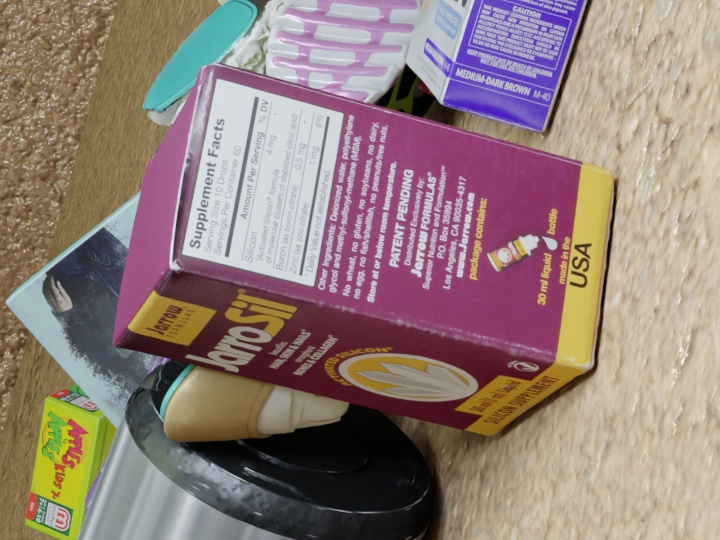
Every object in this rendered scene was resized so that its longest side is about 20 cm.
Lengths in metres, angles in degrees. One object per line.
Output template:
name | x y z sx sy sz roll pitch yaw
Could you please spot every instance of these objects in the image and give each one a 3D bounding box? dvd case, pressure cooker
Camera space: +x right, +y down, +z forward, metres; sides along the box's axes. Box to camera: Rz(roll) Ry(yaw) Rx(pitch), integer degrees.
dvd case | -0.099 0.056 1.376 0.146 0.200 0.022 -34 12 36
pressure cooker | -0.067 0.166 1.245 0.179 0.175 0.201 -100 30 -67

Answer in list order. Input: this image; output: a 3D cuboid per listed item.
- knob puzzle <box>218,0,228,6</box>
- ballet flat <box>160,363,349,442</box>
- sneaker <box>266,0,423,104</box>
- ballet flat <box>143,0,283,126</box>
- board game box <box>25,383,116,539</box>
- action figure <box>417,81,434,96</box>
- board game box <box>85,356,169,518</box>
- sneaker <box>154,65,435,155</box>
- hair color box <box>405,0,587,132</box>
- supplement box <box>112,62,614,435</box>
knob puzzle | -0.021 -0.226 1.491 0.030 0.219 0.221 35 -117 -62
ballet flat | -0.012 0.040 1.176 0.200 0.063 0.069 -33 -31 -37
sneaker | 0.002 -0.151 1.340 0.089 0.080 0.201 95 -169 -60
ballet flat | -0.047 -0.154 1.427 0.200 0.072 0.072 -51 16 3
board game box | -0.170 0.122 1.744 0.200 0.047 0.102 -27 -47 -62
action figure | 0.074 -0.195 1.311 0.065 0.052 0.201 -93 23 -65
board game box | -0.061 0.074 1.314 0.200 0.120 0.032 -62 13 20
sneaker | -0.037 -0.093 1.390 0.076 0.200 0.076 43 155 34
hair color box | 0.087 -0.183 1.210 0.109 0.065 0.201 -120 47 -72
supplement box | 0.000 -0.005 1.087 0.131 0.199 0.104 134 148 -66
